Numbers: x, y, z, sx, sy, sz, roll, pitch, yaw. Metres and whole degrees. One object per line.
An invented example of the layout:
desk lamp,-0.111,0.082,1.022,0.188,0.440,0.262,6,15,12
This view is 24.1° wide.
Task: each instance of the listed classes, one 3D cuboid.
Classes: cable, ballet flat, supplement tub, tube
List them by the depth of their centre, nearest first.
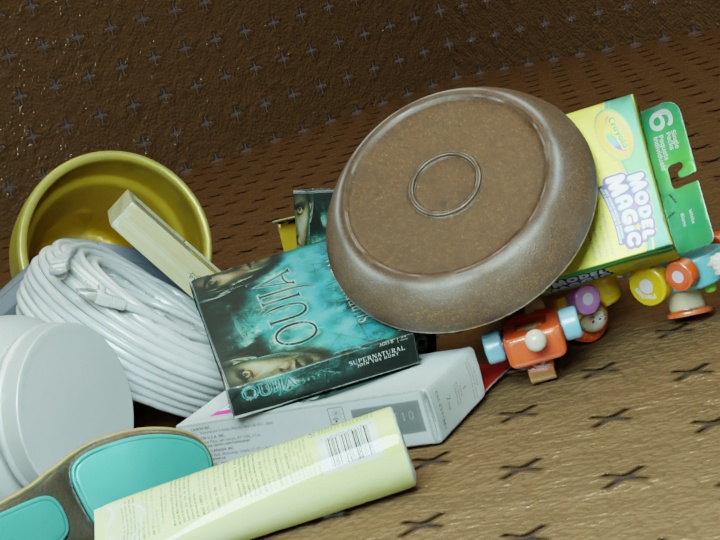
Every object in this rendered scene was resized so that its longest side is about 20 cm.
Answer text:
tube,-0.067,0.136,1.020,0.199,0.052,0.058,-18,-13,-1
ballet flat,-0.189,0.152,1.075,0.199,0.069,0.063,-20,-3,-30
supplement tub,-0.276,0.110,1.201,0.199,0.146,0.145,-9,11,30
cable,-0.174,0.048,1.325,0.069,0.199,0.200,-58,17,5

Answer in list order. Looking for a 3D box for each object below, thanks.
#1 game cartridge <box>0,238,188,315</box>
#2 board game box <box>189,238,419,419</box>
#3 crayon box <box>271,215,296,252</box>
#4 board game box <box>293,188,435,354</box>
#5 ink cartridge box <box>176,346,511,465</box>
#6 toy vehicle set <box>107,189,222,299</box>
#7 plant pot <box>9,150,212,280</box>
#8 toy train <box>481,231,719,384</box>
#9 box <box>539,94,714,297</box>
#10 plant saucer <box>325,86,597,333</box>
game cartridge,-0.220,0.033,1.485,0.133,0.041,0.200,-33,-35,31
board game box,-0.046,0.035,1.227,0.135,0.028,0.200,-17,24,-7
crayon box,-0.012,-0.038,1.780,0.126,0.051,0.200,-14,-5,9
board game box,0.000,0.000,1.377,0.028,0.136,0.200,-5,4,-26
ink cartridge box,-0.005,0.087,1.211,0.199,0.044,0.174,-11,12,27
toy vehicle set,-0.127,0.012,1.409,0.027,0.200,0.124,-48,11,-1
plant pot,-0.274,-0.005,1.762,0.200,0.202,0.189,-20,-4,-24
toy train,0.185,0.032,1.202,0.199,0.056,0.150,-18,11,4
box,0.141,-0.046,1.198,0.199,0.118,0.048,-16,-16,12
plant saucer,0.063,-0.052,1.167,0.199,0.201,0.035,-13,-34,15
